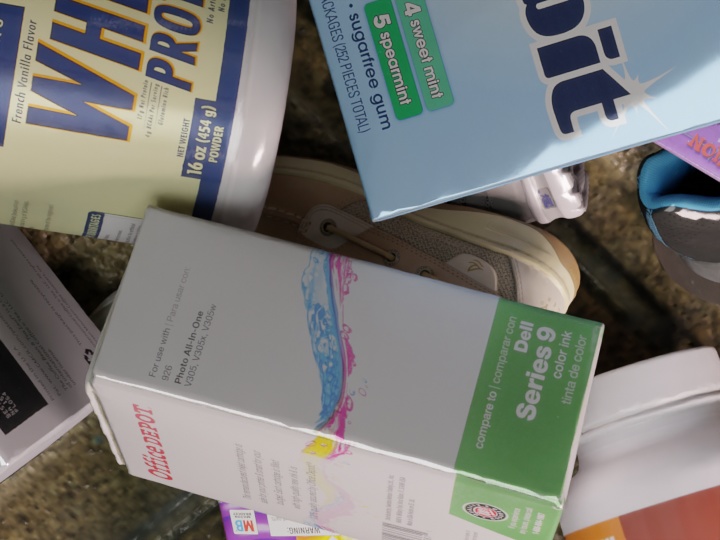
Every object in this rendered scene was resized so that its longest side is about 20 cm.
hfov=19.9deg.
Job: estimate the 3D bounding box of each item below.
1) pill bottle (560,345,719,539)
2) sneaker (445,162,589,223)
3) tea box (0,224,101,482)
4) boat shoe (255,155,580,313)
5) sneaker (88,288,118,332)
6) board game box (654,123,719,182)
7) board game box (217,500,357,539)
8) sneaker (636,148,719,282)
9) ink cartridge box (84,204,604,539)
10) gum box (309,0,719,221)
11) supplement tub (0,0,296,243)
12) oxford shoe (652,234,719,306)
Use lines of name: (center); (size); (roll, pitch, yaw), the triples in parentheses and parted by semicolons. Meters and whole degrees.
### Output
pill bottle: (0.159, 0.143, 0.970); (0.112, 0.112, 0.201); (-21, 78, 21)
sneaker: (0.031, -0.096, 0.922); (0.082, 0.075, 0.200); (-20, 114, 18)
tea box: (-0.259, 0.043, 0.994); (0.197, 0.134, 0.200); (-36, 91, 25)
boat shoe: (0.000, 0.000, 0.960); (0.199, 0.065, 0.072); (15, 148, 21)
sneaker: (-0.051, 0.048, 1.007); (0.199, 0.092, 0.076); (-2, 119, 12)
board game box: (0.130, -0.114, 0.824); (0.200, 0.032, 0.120); (32, 100, 9)
board game box: (0.001, 0.172, 1.060); (0.103, 0.105, 0.201); (-3, 118, 12)
sneaker: (0.207, -0.066, 0.861); (0.200, 0.073, 0.082); (-39, 148, 17)
ink cartridge box: (-0.006, 0.057, 0.884); (0.199, 0.088, 0.145); (13, 160, 5)
gum box: (0.077, -0.127, 0.800); (0.199, 0.045, 0.171); (-15, 93, 15)
supplement tub: (-0.137, -0.090, 0.896); (0.199, 0.145, 0.145); (8, 121, -10)
oxford shoe: (0.232, -0.022, 0.937); (0.199, 0.071, 0.072); (-4, 118, 31)
